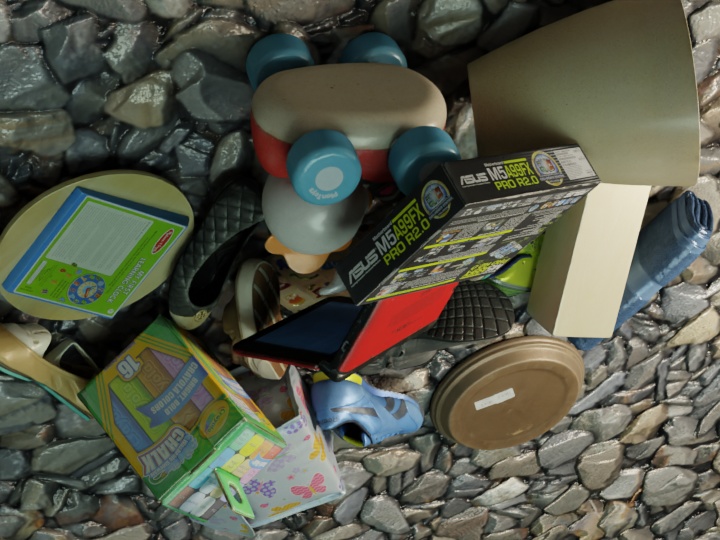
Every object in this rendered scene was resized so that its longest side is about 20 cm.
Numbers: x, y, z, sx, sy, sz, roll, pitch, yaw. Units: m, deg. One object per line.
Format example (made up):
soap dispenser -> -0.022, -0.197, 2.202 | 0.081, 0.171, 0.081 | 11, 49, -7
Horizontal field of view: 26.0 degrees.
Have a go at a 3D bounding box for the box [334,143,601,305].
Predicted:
box -> 0.096, -0.042, 1.370 | 0.199, 0.044, 0.160 | -12, 157, -46

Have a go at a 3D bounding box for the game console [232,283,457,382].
game console -> -0.002, 0.023, 1.520 | 0.200, 0.118, 0.173 | -27, 151, -56

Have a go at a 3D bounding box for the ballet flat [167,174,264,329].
ballet flat -> -0.142, -0.008, 1.543 | 0.066, 0.057, 0.201 | -22, 150, -45

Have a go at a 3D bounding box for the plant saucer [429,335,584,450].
plant saucer -> 0.182, 0.155, 1.892 | 0.198, 0.030, 0.201 | -11, 139, -10

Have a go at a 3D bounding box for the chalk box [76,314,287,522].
chalk box -> -0.167, 0.167, 1.587 | 0.124, 0.200, 0.124 | -43, 156, 0

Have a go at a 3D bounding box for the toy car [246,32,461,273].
toy car -> -0.020, -0.083, 1.409 | 0.175, 0.185, 0.201 | -4, 131, -19

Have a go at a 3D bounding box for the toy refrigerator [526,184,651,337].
toy refrigerator -> 0.238, -0.036, 1.626 | 0.075, 0.070, 0.202 | 2, 112, -24

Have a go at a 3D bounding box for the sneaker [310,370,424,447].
sneaker -> 0.008, 0.172, 1.776 | 0.066, 0.079, 0.200 | -15, 156, 29

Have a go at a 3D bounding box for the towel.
towel -> 0.307, 0.004, 1.715 | 0.048, 0.112, 0.200 | 42, 115, -9

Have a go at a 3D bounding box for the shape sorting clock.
shape sorting clock -> -0.256, -0.024, 1.499 | 0.198, 0.039, 0.201 | -16, 140, -13

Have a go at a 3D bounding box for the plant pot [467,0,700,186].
plant pot -> 0.203, -0.161, 1.460 | 0.198, 0.188, 0.188 | -6, 140, 5

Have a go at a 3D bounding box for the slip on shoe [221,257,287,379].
slip on shoe -> -0.116, 0.050, 1.607 | 0.060, 0.077, 0.200 | 12, 156, 12

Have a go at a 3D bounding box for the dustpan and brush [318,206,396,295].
dustpan and brush -> 0.046, -0.032, 1.472 | 0.199, 0.058, 0.140 | -19, 174, -11

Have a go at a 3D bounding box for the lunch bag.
lunch bag -> -0.137, 0.208, 1.742 | 0.199, 0.128, 0.170 | -19, 137, 6

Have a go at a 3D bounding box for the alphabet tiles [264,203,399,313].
alphabet tiles -> 0.000, 0.000, 1.619 | 0.199, 0.008, 0.167 | -22, 146, 24

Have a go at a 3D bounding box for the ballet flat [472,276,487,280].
ballet flat -> 0.148, -0.084, 1.574 | 0.062, 0.067, 0.201 | 28, 100, -30

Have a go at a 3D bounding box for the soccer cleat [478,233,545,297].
soccer cleat -> 0.196, -0.015, 1.683 | 0.198, 0.065, 0.084 | -12, 137, -10

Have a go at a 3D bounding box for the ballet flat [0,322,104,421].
ballet flat -> -0.326, 0.088, 1.590 | 0.063, 0.068, 0.200 | -54, 139, -4

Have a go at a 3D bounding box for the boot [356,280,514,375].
boot -> 0.073, 0.065, 1.691 | 0.198, 0.070, 0.132 | -3, 160, 10

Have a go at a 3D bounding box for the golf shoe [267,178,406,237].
golf shoe -> -0.015, -0.091, 1.518 | 0.199, 0.077, 0.088 | -25, 105, 23
